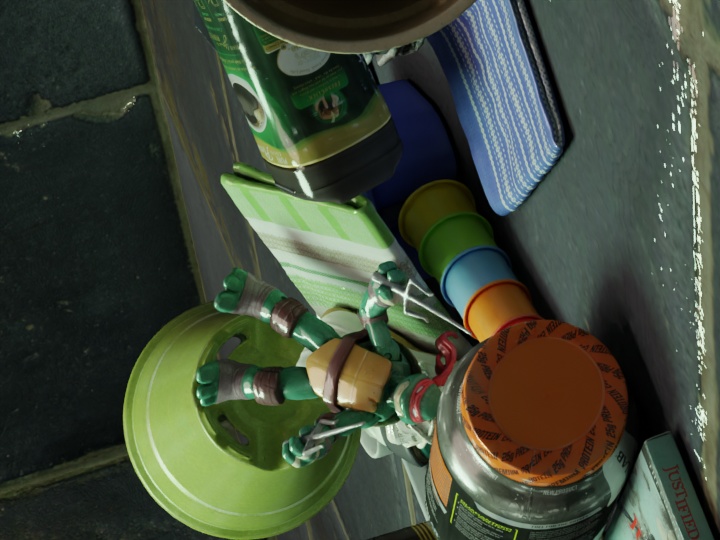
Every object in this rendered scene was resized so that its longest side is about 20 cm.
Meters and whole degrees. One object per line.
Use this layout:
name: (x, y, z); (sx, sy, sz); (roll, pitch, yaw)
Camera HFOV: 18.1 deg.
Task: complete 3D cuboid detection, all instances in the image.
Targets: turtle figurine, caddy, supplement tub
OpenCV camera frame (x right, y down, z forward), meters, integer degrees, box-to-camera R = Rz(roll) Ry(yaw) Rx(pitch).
turtle figurine: (-0.014, 0.070, 1.555); (0.101, 0.199, 0.150); (42, -113, -55)
caddy: (0.009, -0.062, 1.712); (0.200, 0.104, 0.142); (-127, 21, -66)
supplement tub: (0.103, 0.111, 1.379); (0.200, 0.122, 0.123); (95, 157, -67)

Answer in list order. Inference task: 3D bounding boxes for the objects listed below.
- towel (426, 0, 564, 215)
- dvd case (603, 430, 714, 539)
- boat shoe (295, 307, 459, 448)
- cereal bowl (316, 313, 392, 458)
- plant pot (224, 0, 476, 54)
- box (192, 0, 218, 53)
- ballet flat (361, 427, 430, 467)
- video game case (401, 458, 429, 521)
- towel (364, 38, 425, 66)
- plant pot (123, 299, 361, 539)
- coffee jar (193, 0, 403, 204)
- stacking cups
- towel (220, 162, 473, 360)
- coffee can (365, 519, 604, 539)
towel: (0.083, -0.119, 1.418); (0.200, 0.024, 0.146); (119, 133, -78)
dvd case: (0.187, 0.194, 1.334); (0.200, 0.022, 0.147); (97, 156, -67)
boat shoe: (0.042, 0.098, 1.617); (0.199, 0.069, 0.071); (23, 154, 26)
cereal bowl: (0.020, 0.055, 1.939); (0.200, 0.083, 0.201); (164, 90, -81)
plant pot: (-0.004, -0.230, 1.307); (0.184, 0.199, 0.202); (-83, -22, -82)
box: (-0.076, -0.275, 1.777); (0.148, 0.104, 0.201); (-128, 32, -66)
ballet flat: (0.033, 0.098, 1.744); (0.200, 0.073, 0.073); (-66, -34, -64)
video game case: (0.095, 0.236, 1.807); (0.182, 0.022, 0.201); (53, -169, -51)
towel: (0.003, -0.240, 1.520); (0.200, 0.085, 0.167); (115, 136, -76)
plant pot: (-0.082, 0.104, 1.774); (0.190, 0.199, 0.201); (130, 123, -76)
coffee jar: (-0.046, -0.143, 1.475); (0.201, 0.085, 0.104); (67, 166, -18)
stacking cups: (0.089, 0.017, 1.545); (0.200, 0.060, 0.061); (-121, 17, -47)
towel: (0.000, 0.000, 1.613); (0.149, 0.031, 0.200); (14, 150, 41)
coffee can: (0.071, 0.241, 1.566); (0.146, 0.199, 0.147); (163, 90, -81)
